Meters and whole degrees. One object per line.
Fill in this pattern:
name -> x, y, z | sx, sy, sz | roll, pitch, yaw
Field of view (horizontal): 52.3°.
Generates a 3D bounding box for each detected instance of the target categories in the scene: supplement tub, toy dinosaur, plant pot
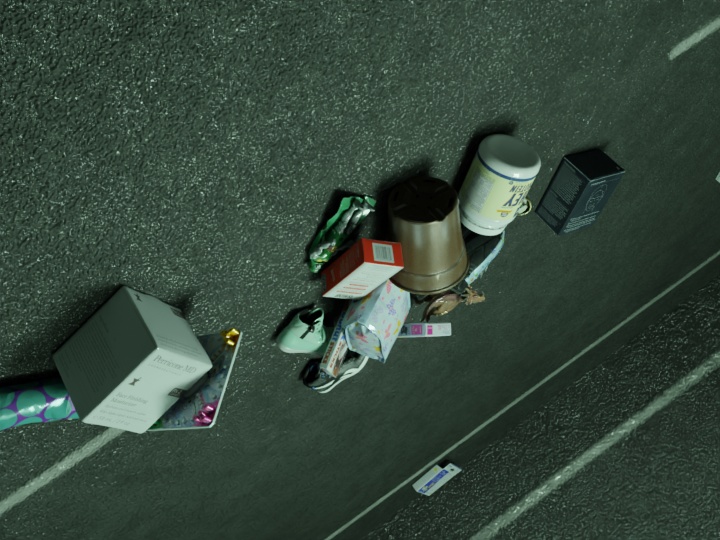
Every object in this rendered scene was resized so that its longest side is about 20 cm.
supplement tub -> 0.312, -0.195, 1.690 | 0.145, 0.145, 0.200 | -16, 143, -32
toy dinosaur -> 0.230, 0.074, 1.937 | 0.135, 0.086, 0.200 | -21, 178, 41
plant pot -> 0.143, -0.085, 1.625 | 0.200, 0.200, 0.199 | -28, 141, -18

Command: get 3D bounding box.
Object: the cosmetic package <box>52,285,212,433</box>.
cosmetic package -> -0.425, 0.169, 1.373 | 0.200, 0.165, 0.165 | -43, 149, 7

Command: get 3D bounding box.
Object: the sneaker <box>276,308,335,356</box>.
sneaker -> -0.094, 0.145, 1.772 | 0.200, 0.074, 0.118 | 2, 137, -44

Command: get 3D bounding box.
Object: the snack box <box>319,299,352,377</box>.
snack box -> -0.042, 0.158, 1.798 | 0.201, 0.024, 0.072 | -68, 153, -17

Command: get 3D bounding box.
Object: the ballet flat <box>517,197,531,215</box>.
ballet flat -> 0.370, -0.174, 1.856 | 0.200, 0.071, 0.071 | 3, 130, -48

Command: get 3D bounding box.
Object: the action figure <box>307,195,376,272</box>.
action figure -> -0.051, -0.071, 1.566 | 0.118, 0.055, 0.200 | 2, 135, -51

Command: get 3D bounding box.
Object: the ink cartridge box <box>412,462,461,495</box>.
ink cartridge box -> 0.345, 0.927, 3.293 | 0.200, 0.047, 0.198 | -42, 148, 2

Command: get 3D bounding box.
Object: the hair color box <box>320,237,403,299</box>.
hair color box -> 0.000, 0.000, 1.605 | 0.101, 0.062, 0.200 | 7, 154, -29

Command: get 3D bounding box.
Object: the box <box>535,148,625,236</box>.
box -> 0.596, -0.213, 2.002 | 0.148, 0.107, 0.200 | -16, 143, -32

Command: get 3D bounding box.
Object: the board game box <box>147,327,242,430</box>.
board game box -> -0.333, 0.211, 1.435 | 0.199, 0.201, 0.026 | -11, 142, 36

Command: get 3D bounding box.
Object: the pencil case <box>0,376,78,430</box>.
pencil case -> -0.611, 0.253, 1.365 | 0.199, 0.085, 0.093 | -4, 109, -42

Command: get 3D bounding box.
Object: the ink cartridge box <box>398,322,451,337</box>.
ink cartridge box -> 0.125, 0.158, 1.939 | 0.119, 0.199, 0.042 | 5, 84, -49

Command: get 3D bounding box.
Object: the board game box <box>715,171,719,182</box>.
board game box -> 1.388, -0.403, 2.652 | 0.199, 0.035, 0.127 | -27, 148, -20

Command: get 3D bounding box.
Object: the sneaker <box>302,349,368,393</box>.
sneaker -> -0.067, 0.251, 1.944 | 0.200, 0.073, 0.112 | -43, 150, 10

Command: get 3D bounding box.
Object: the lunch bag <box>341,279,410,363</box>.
lunch bag -> 0.037, 0.097, 1.757 | 0.200, 0.127, 0.170 | 82, 32, -62

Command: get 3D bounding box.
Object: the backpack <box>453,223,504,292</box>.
backpack -> 0.267, -0.061, 1.828 | 0.200, 0.163, 0.154 | -50, 156, 6
